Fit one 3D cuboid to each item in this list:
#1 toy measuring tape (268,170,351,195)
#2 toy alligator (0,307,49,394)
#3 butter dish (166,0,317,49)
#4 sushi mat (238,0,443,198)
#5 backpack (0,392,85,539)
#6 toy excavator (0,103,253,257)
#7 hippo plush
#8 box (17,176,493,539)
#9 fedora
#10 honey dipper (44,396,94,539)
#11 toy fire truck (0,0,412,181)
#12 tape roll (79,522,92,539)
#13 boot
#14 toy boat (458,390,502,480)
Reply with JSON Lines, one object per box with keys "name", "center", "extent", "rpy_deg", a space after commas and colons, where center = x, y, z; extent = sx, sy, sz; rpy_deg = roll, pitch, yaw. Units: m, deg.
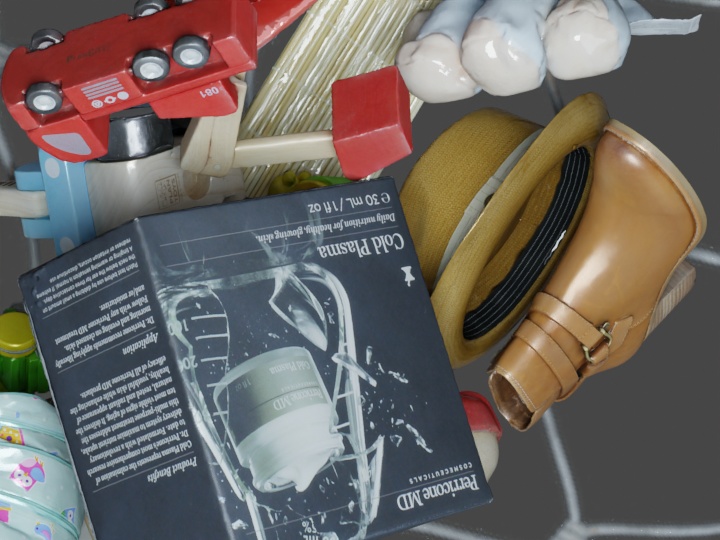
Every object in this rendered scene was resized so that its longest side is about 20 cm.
{"name": "toy measuring tape", "center": [0.000, 0.000, 1.521], "extent": [0.073, 0.200, 0.074], "rpy_deg": [-21, 139, -20]}
{"name": "toy alligator", "center": [-0.170, 0.044, 1.575], "extent": [0.199, 0.054, 0.060], "rpy_deg": [-4, 136, -14]}
{"name": "butter dish", "center": [-0.054, -0.244, 1.384], "extent": [0.199, 0.148, 0.200], "rpy_deg": [-42, 102, -6]}
{"name": "sushi mat", "center": [-0.017, -0.101, 1.594], "extent": [0.095, 0.012, 0.201], "rpy_deg": [30, 94, -16]}
{"name": "backpack", "center": [-0.260, 0.139, 1.498], "extent": [0.199, 0.167, 0.127], "rpy_deg": [-1, 70, 18]}
{"name": "toy excavator", "center": [-0.188, -0.045, 1.534], "extent": [0.194, 0.199, 0.101], "rpy_deg": [-25, 110, -49]}
{"name": "hippo plush", "center": [0.100, -0.198, 1.515], "extent": [0.199, 0.159, 0.162], "rpy_deg": [-15, 101, -14]}
{"name": "box", "center": [-0.057, 0.067, 1.408], "extent": [0.199, 0.124, 0.198], "rpy_deg": [-12, 83, -44]}
{"name": "fedora", "center": [0.076, -0.035, 1.571], "extent": [0.082, 0.200, 0.201], "rpy_deg": [32, 95, 20]}
{"name": "honey dipper", "center": [-0.157, 0.161, 1.535], "extent": [0.038, 0.200, 0.038], "rpy_deg": [-17, 141, -14]}
{"name": "toy fire truck", "center": [-0.085, -0.094, 1.420], "extent": [0.199, 0.049, 0.141], "rpy_deg": [-16, 139, 17]}
{"name": "tape roll", "center": [-0.117, 0.173, 1.536], "extent": [0.037, 0.203, 0.204], "rpy_deg": [2, 102, -31]}
{"name": "boot", "center": [0.138, 0.010, 1.563], "extent": [0.155, 0.074, 0.200], "rpy_deg": [-41, 146, -15]}
{"name": "toy boat", "center": [-0.017, 0.096, 1.595], "extent": [0.199, 0.131, 0.131], "rpy_deg": [-12, 73, -9]}
